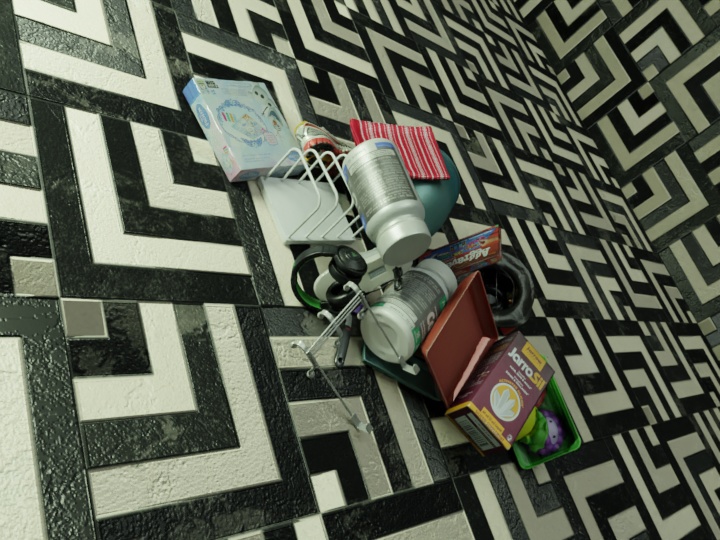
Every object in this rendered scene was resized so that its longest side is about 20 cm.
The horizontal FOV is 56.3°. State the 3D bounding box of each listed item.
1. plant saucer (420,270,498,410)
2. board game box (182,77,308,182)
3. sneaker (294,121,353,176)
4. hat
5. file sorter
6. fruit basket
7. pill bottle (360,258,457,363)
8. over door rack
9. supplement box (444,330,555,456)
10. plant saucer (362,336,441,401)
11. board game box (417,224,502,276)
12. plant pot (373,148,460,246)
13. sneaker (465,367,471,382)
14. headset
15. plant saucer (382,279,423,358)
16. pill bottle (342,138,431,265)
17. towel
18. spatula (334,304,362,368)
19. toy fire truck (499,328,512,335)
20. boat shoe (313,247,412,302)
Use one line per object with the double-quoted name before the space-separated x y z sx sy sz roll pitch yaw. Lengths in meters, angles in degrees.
"plant saucer" 0.182 0.135 1.254 0.201 0.036 0.202 -53 137 -27
"board game box" -0.216 -0.271 1.296 0.198 0.043 0.202 -16 73 -54
"sneaker" -0.070 -0.258 1.397 0.083 0.077 0.199 57 13 18
"hat" 0.284 0.046 1.491 0.195 0.081 0.206 7 68 -18
"file sorter" -0.069 -0.144 1.286 0.197 0.124 0.141 -4 61 -50
"fruit basket" 0.339 0.286 1.368 0.218 0.153 0.217 58 15 -26
"pill bottle" 0.095 0.068 1.240 0.114 0.113 0.200 50 48 -2
"over door rack" -0.012 0.143 1.110 0.148 0.066 0.202 -46 111 -25
"supplement box" 0.261 0.227 1.251 0.110 0.086 0.200 45 58 -3
"plant saucer" 0.077 0.182 1.264 0.198 0.019 0.071 32 39 -28
"board game box" 0.210 -0.027 1.446 0.020 0.196 0.104 51 31 -31
"plant pot" 0.097 -0.140 1.426 0.200 0.199 0.190 42 41 -13
"sneaker" 0.220 0.180 1.391 0.080 0.076 0.204 29 48 -34
"headset" -0.022 0.011 1.167 0.194 0.126 0.095 6 34 -1
"plant saucer" 0.136 0.083 1.344 0.195 0.032 0.204 11 53 -14
"pill bottle" 0.048 -0.119 1.186 0.112 0.113 0.204 8 51 -45
"towel" 0.078 -0.244 1.360 0.195 0.023 0.148 1 56 -23
"spatula" -0.024 0.093 1.220 0.056 0.021 0.203 31 40 -18
"toy fire truck" 0.290 0.058 1.595 0.139 0.049 0.204 -5 63 -51
"boat shoe" 0.000 0.000 1.247 0.197 0.068 0.073 -28 107 -14
